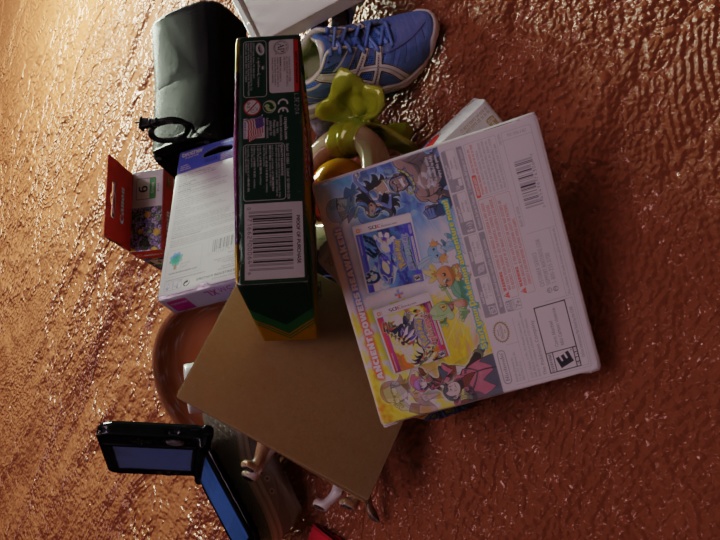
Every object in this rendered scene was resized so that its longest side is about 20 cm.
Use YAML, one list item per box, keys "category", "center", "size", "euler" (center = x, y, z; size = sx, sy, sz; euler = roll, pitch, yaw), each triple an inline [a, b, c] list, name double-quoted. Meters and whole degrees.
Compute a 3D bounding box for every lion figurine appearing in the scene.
- category: "lion figurine"
  center: [-0.051, 0.168, 0.839]
  size: [0.073, 0.196, 0.124]
  euler: [94, -161, -59]

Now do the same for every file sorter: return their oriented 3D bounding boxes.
- category: "file sorter"
  center: [-0.091, -0.349, 0.858]
  size: [0.137, 0.126, 0.201]
  euler: [-27, 42, 0]

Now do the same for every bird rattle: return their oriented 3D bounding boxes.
- category: "bird rattle"
  center: [-0.036, -0.093, 0.817]
  size: [0.199, 0.112, 0.165]
  euler: [-37, 45, 14]

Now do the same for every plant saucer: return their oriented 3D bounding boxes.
- category: "plant saucer"
  center: [-0.145, 0.119, 0.933]
  size: [0.196, 0.037, 0.205]
  euler: [5, 108, 17]

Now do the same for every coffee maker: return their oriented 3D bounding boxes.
- category: "coffee maker"
  center: [-0.200, -0.232, 1.035]
  size: [0.193, 0.131, 0.205]
  euler: [83, 180, -71]

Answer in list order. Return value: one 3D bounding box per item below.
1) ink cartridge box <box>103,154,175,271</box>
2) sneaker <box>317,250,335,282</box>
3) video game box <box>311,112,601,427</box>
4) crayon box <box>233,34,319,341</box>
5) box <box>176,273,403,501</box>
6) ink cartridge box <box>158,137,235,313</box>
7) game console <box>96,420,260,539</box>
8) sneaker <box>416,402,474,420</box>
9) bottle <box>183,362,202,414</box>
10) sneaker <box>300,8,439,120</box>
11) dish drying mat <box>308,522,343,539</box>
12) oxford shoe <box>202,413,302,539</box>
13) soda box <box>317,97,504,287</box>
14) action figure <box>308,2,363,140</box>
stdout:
- category: "ink cartridge box"
  center: [-0.263, -0.068, 1.065]
  size: [0.049, 0.200, 0.112]
  euler: [-5, 75, 11]
- category: "sneaker"
  center: [0.000, 0.000, 0.835]
  size: [0.198, 0.069, 0.080]
  euler: [-20, 60, 44]
- category: "video game box"
  center: [0.075, 0.002, 0.641]
  size: [0.178, 0.047, 0.204]
  euler: [-15, 97, 8]
- category: "crayon box"
  center: [-0.067, -0.060, 0.686]
  size: [0.173, 0.057, 0.205]
  euler: [87, 180, -72]
- category: "box"
  center: [-0.046, 0.091, 0.755]
  size: [0.166, 0.197, 0.021]
  euler: [-63, 1, -17]
- category: "ink cartridge box"
  center: [-0.159, -0.059, 0.918]
  size: [0.117, 0.042, 0.204]
  euler: [-13, 58, 20]
- category: "game console"
  center: [-0.200, 0.248, 0.893]
  size: [0.201, 0.172, 0.119]
  euler: [117, 155, -62]
- category: "sneaker"
  center: [0.096, 0.038, 0.723]
  size: [0.202, 0.075, 0.088]
  euler: [-56, 37, 12]
- category: "bottle"
  center: [-0.072, 0.101, 0.799]
  size: [0.066, 0.196, 0.085]
  euler: [108, 150, -56]
- category: "sneaker"
  center: [-0.010, -0.216, 0.837]
  size: [0.197, 0.077, 0.077]
  euler: [-25, 70, 4]
- category: "dish drying mat"
  center: [-0.049, 0.375, 0.849]
  size: [0.076, 0.018, 0.204]
  euler: [18, 95, 49]
- category: "oxford shoe"
  center: [-0.122, 0.200, 0.903]
  size: [0.075, 0.057, 0.203]
  euler: [-33, 80, 51]
- category: "soda box"
  center: [0.054, -0.058, 0.722]
  size: [0.200, 0.068, 0.064]
  euler: [-43, 10, 7]
- category: "action figure"
  center: [-0.035, -0.245, 0.937]
  size: [0.128, 0.069, 0.205]
  euler: [-3, 83, 42]
